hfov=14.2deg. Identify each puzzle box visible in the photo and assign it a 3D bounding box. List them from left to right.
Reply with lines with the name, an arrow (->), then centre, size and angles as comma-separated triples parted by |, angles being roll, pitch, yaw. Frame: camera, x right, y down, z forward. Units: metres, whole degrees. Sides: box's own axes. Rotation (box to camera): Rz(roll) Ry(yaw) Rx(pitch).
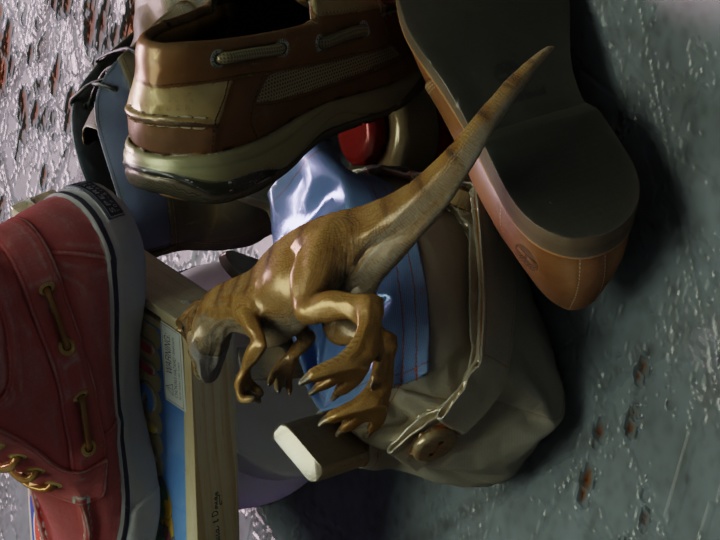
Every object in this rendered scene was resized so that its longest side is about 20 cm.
puzzle box -> -0.104, 0.077, 1.282 | 0.133, 0.025, 0.200 | 31, 133, 41

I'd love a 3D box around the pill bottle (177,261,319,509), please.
pill bottle -> -0.076, 0.057, 1.361 | 0.200, 0.115, 0.116 | -16, 76, 60

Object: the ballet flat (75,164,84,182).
ballet flat -> -0.086, -0.070, 1.433 | 0.200, 0.072, 0.072 | -16, 76, 59

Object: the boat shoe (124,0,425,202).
boat shoe -> -0.027, -0.096, 1.186 | 0.075, 0.200, 0.074 | 8, 118, 27

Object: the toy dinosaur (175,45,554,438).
toy dinosaur -> -0.006, -0.001, 1.106 | 0.200, 0.060, 0.106 | -32, 56, 29

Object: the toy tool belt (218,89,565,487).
toy tool belt -> 0.000, 0.000, 1.214 | 0.125, 0.123, 0.200 | -54, 44, 46

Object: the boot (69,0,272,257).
boot -> -0.093, -0.100, 1.294 | 0.200, 0.097, 0.075 | 68, 157, 1

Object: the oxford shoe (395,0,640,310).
oxford shoe -> 0.057, -0.069, 1.175 | 0.071, 0.071, 0.200 | 92, 165, -53

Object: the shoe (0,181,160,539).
shoe -> -0.141, 0.063, 1.218 | 0.071, 0.091, 0.201 | 33, 134, 39
